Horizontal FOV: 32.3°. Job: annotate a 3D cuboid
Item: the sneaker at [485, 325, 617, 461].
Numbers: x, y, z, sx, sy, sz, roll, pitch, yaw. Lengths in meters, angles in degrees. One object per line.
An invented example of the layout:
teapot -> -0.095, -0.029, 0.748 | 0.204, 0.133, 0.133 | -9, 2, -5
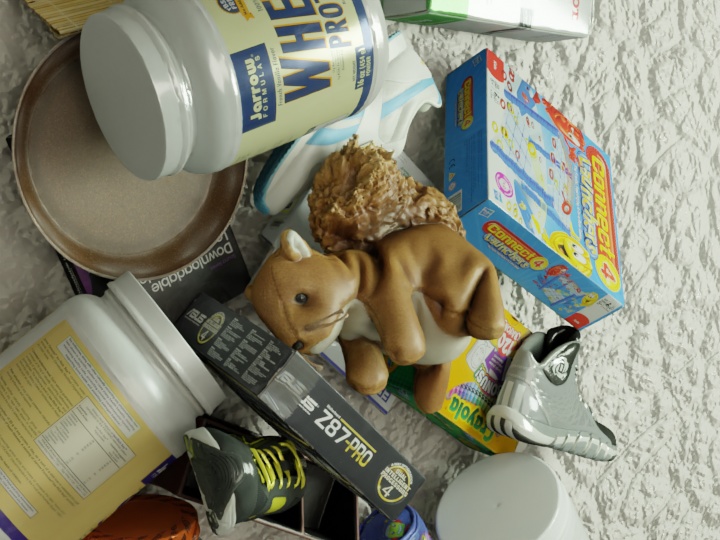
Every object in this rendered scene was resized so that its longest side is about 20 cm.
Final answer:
sneaker -> 0.203, 0.116, 1.201 | 0.199, 0.074, 0.117 | 19, 86, -50

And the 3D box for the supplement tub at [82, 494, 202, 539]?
supplement tub -> -0.173, 0.291, 0.991 | 0.121, 0.122, 0.204 | -9, 105, -32

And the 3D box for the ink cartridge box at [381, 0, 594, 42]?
ink cartridge box -> 0.124, -0.300, 1.176 | 0.197, 0.084, 0.149 | 2, 93, -34

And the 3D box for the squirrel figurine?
squirrel figurine -> 0.000, 0.000, 1.007 | 0.184, 0.142, 0.203 | 7, 61, -20

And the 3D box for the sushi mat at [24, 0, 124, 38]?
sushi mat -> -0.174, -0.233, 0.987 | 0.198, 0.096, 0.012 | -24, 143, -30

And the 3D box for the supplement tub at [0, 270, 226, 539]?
supplement tub -> -0.213, 0.111, 0.927 | 0.199, 0.145, 0.146 | -39, 114, -9

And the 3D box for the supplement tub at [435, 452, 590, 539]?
supplement tub -> 0.164, 0.288, 1.200 | 0.132, 0.131, 0.201 | -46, 129, -22

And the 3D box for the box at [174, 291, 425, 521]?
box -> -0.054, 0.104, 0.981 | 0.049, 0.199, 0.161 | -50, 117, -9

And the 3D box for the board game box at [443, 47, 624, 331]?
board game box -> 0.163, -0.077, 1.178 | 0.195, 0.056, 0.202 | 34, 42, -31

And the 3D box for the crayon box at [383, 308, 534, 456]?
crayon box -> 0.100, 0.090, 1.172 | 0.200, 0.058, 0.120 | 38, 73, -49

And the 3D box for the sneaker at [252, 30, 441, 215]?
sneaker -> -0.011, -0.114, 1.066 | 0.200, 0.076, 0.081 | -46, 104, -15

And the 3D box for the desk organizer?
desk organizer -> -0.083, 0.183, 1.079 | 0.198, 0.077, 0.073 | 26, 80, -32

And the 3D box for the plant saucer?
plant saucer -> -0.181, -0.094, 0.980 | 0.197, 0.032, 0.204 | -3, 95, -33

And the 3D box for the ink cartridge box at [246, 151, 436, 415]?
ink cartridge box -> 0.004, -0.007, 1.145 | 0.198, 0.047, 0.201 | 44, 71, -29

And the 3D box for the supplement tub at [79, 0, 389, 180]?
supplement tub -> -0.093, -0.159, 0.931 | 0.198, 0.144, 0.147 | -26, 107, -30

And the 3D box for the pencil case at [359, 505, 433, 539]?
pencil case -> 0.055, 0.314, 1.181 | 0.202, 0.086, 0.078 | 62, 40, -22

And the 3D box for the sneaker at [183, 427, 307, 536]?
sneaker -> -0.080, 0.146, 0.919 | 0.083, 0.200, 0.076 | -18, 79, -10

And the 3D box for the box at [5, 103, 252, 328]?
box -> -0.183, -0.045, 1.022 | 0.142, 0.036, 0.203 | -31, 111, -28
